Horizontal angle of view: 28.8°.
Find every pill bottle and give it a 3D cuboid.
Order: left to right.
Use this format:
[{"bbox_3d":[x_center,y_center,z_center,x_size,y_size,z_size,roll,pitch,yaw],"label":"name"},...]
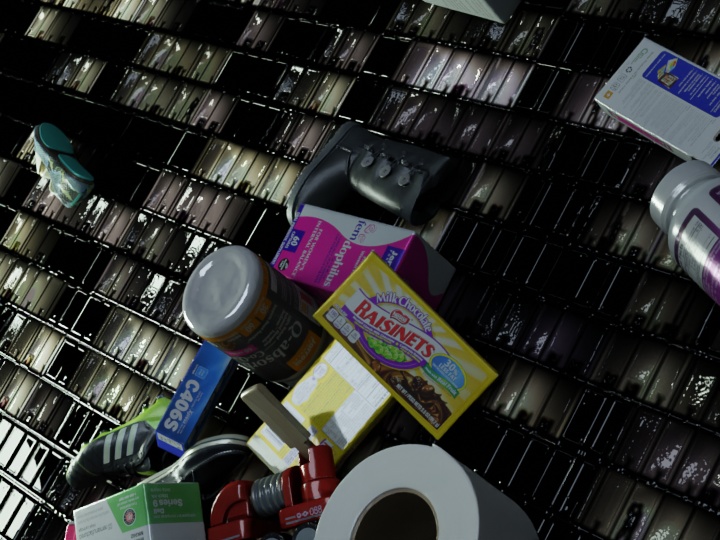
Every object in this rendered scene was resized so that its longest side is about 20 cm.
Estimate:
[{"bbox_3d":[-0.111,0.063,1.675,0.115,0.200,0.117,-20,52,28],"label":"pill bottle"},{"bbox_3d":[0.379,-0.024,1.400,0.112,0.112,0.200,-43,45,8],"label":"pill bottle"}]

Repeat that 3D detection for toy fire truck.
[{"bbox_3d":[-0.098,0.242,1.568,0.175,0.128,0.202,-20,68,29],"label":"toy fire truck"}]

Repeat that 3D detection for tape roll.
[{"bbox_3d":[0.069,0.296,1.427,0.201,0.139,0.205,-20,52,28],"label":"tape roll"}]

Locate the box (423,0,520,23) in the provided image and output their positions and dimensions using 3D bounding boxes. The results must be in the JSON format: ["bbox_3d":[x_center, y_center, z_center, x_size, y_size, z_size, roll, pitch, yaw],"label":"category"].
[{"bbox_3d":[0.137,-0.468,1.813,0.171,0.199,0.201,25,79,45],"label":"box"}]

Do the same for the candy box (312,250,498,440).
[{"bbox_3d":[0.050,0.083,1.572,0.200,0.026,0.102,44,92,4],"label":"candy box"}]

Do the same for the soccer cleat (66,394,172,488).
[{"bbox_3d":[-0.301,0.240,1.817,0.199,0.067,0.082,-34,60,16],"label":"soccer cleat"}]

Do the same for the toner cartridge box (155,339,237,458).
[{"bbox_3d":[-0.190,0.132,1.755,0.043,0.095,0.201,27,71,2],"label":"toner cartridge box"}]

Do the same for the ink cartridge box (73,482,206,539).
[{"bbox_3d":[-0.242,0.354,1.580,0.145,0.084,0.202,-26,67,39],"label":"ink cartridge box"}]

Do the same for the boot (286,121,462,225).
[{"bbox_3d":[0.014,-0.094,1.779,0.199,0.066,0.166,28,84,41],"label":"boot"}]

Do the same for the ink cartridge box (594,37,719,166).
[{"bbox_3d":[0.359,-0.184,1.571,0.095,0.037,0.200,-49,42,1],"label":"ink cartridge box"}]

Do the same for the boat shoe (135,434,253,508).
[{"bbox_3d":[-0.204,0.263,1.719,0.199,0.074,0.063,-34,52,24],"label":"boat shoe"}]

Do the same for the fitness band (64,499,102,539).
[{"bbox_3d":[-0.314,0.376,1.682,0.037,0.144,0.202,-5,59,15],"label":"fitness band"}]

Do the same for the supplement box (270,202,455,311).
[{"bbox_3d":[0.000,0.000,1.698,0.199,0.103,0.102,15,73,41],"label":"supplement box"}]

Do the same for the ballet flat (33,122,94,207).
[{"bbox_3d":[-0.482,-0.164,2.217,0.074,0.074,0.200,-46,41,5],"label":"ballet flat"}]

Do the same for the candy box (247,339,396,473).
[{"bbox_3d":[-0.034,0.162,1.641,0.102,0.026,0.200,42,93,20],"label":"candy box"}]
